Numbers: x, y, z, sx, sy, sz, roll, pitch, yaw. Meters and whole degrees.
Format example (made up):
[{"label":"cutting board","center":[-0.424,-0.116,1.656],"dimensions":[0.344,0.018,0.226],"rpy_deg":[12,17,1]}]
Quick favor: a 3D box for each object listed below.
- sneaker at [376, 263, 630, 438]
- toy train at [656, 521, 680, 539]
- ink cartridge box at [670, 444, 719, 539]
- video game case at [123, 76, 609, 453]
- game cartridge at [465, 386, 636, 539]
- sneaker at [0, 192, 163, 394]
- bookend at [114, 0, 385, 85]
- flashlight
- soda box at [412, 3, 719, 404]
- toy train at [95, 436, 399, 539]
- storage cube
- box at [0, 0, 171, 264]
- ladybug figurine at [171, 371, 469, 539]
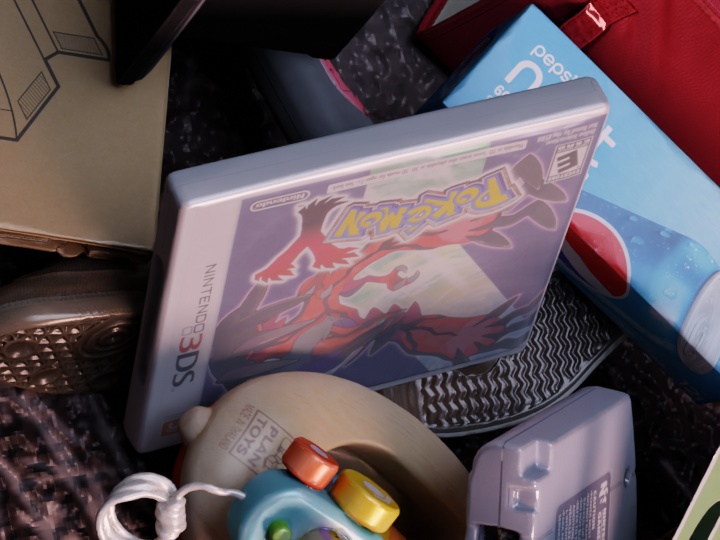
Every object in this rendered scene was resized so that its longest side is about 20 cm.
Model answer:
[{"label":"sneaker","center":[0.087,0.027,1.415],"dimensions":[0.200,0.085,0.073],"rpy_deg":[-26,93,-16]},{"label":"toy train","center":[0.158,0.146,1.434],"dimensions":[0.200,0.046,0.034],"rpy_deg":[-26,91,-38]},{"label":"ink cartridge box","center":[0.175,0.108,1.330],"dimensions":[0.048,0.146,0.200],"rpy_deg":[38,28,30]},{"label":"video game case","center":[0.000,0.000,1.258],"dimensions":[0.200,0.182,0.023],"rpy_deg":[-15,57,-22]},{"label":"game cartridge","center":[0.086,0.159,1.303],"dimensions":[0.133,0.041,0.200],"rpy_deg":[-18,114,-58]},{"label":"sneaker","center":[-0.097,0.004,1.295],"dimensions":[0.200,0.070,0.076],"rpy_deg":[-4,59,-41]},{"label":"bookend","center":[-0.004,-0.180,1.281],"dimensions":[0.200,0.092,0.199],"rpy_deg":[5,67,-22]},{"label":"flashlight","center":[-0.014,-0.083,1.349],"dimensions":[0.068,0.068,0.200],"rpy_deg":[-27,70,-2]},{"label":"soda box","center":[0.121,-0.029,1.354],"dimensions":[0.200,0.064,0.068],"rpy_deg":[44,76,-6]},{"label":"toy train","center":[-0.035,0.172,1.208],"dimensions":[0.150,0.056,0.200],"rpy_deg":[-17,116,-11]},{"label":"storage cube","center":[0.170,-0.139,1.458],"dimensions":[0.180,0.171,0.200],"rpy_deg":[43,54,-18]},{"label":"box","center":[-0.164,-0.107,1.260],"dimensions":[0.163,0.021,0.200],"rpy_deg":[8,66,-12]},{"label":"ladybug figurine","center":[-0.015,0.125,1.289],"dimensions":[0.200,0.072,0.136],"rpy_deg":[47,63,-24]}]
